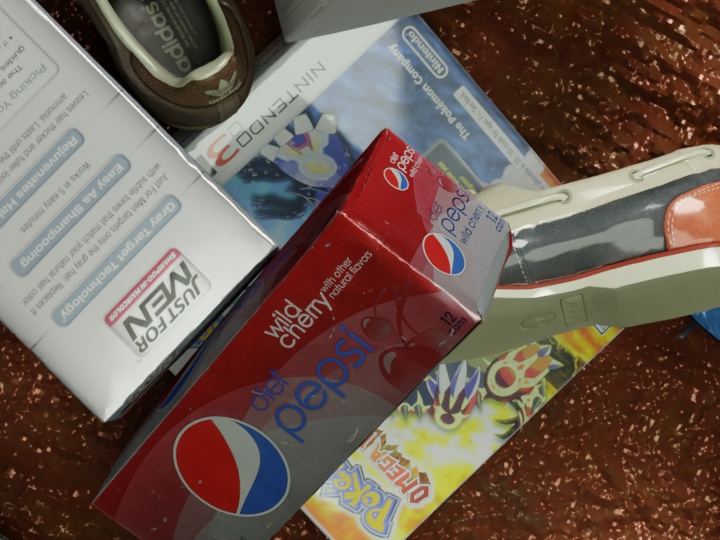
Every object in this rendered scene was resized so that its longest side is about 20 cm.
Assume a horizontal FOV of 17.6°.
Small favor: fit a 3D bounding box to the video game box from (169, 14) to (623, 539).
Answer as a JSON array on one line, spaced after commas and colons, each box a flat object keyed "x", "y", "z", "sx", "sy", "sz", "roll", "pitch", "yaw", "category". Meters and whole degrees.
[{"x": 0.000, "y": 0.000, "z": 1.014, "sx": 0.182, "sy": 0.047, "sz": 0.200, "roll": -43, "pitch": 107, "yaw": -1, "category": "video game box"}]

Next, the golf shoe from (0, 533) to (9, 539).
[{"x": -0.189, "y": 0.103, "z": 0.958, "sx": 0.078, "sy": 0.097, "sz": 0.201, "roll": -36, "pitch": 105, "yaw": -3, "category": "golf shoe"}]

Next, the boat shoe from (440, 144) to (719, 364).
[{"x": 0.066, "y": -0.006, "z": 0.972, "sx": 0.198, "sy": 0.071, "sz": 0.063, "roll": -10, "pitch": 68, "yaw": 2, "category": "boat shoe"}]

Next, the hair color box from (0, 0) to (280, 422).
[{"x": -0.136, "y": -0.044, "z": 0.934, "sx": 0.200, "sy": 0.061, "sz": 0.099, "roll": 45, "pitch": 88, "yaw": 1, "category": "hair color box"}]

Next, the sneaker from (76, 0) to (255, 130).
[{"x": -0.102, "y": -0.149, "z": 0.929, "sx": 0.070, "sy": 0.076, "sz": 0.201, "roll": -36, "pitch": 93, "yaw": -10, "category": "sneaker"}]

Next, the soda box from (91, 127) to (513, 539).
[{"x": -0.025, "y": 0.039, "z": 0.920, "sx": 0.070, "sy": 0.064, "sz": 0.200, "roll": 37, "pitch": 127, "yaw": -7, "category": "soda box"}]

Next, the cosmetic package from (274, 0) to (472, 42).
[{"x": 0.047, "y": -0.216, "z": 0.926, "sx": 0.198, "sy": 0.123, "sz": 0.202, "roll": -14, "pitch": 90, "yaw": -11, "category": "cosmetic package"}]

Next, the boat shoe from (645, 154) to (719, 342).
[{"x": 0.192, "y": 0.015, "z": 1.055, "sx": 0.200, "sy": 0.069, "sz": 0.084, "roll": 37, "pitch": 94, "yaw": -19, "category": "boat shoe"}]
